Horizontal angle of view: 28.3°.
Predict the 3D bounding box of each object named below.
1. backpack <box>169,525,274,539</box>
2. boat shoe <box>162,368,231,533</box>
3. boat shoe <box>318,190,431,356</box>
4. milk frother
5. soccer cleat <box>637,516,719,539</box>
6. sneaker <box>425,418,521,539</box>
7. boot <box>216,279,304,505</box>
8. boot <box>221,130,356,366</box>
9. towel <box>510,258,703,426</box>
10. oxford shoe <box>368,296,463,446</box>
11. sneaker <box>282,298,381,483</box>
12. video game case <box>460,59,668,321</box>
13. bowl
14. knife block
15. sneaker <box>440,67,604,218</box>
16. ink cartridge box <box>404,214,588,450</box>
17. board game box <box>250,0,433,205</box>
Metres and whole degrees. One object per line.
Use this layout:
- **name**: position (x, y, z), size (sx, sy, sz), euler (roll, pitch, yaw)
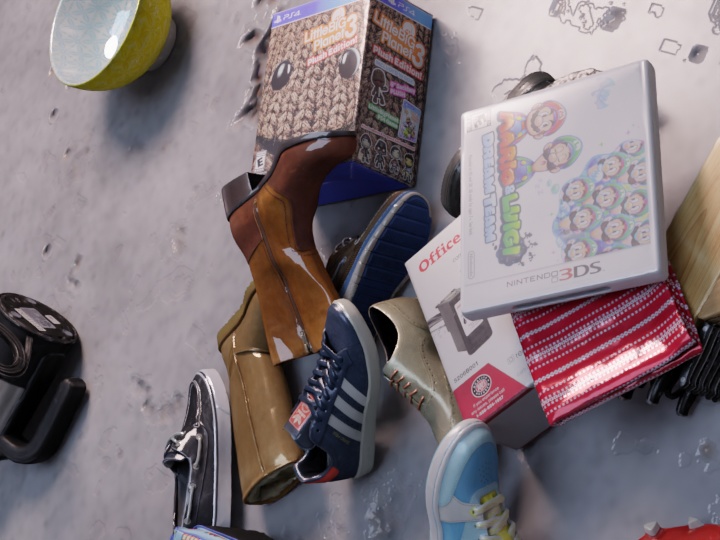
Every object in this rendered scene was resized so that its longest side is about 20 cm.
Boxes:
- **backpack**: position (-0.120, 0.364, 1.396), size (0.182, 0.134, 0.201), euler (12, 86, 48)
- **boat shoe**: position (-0.183, 0.201, 1.560), size (0.072, 0.068, 0.201), euler (138, 133, -58)
- **boat shoe**: position (0.000, 0.000, 1.461), size (0.072, 0.072, 0.200), euler (38, 103, 48)
- **milk frother**: position (-0.469, 0.141, 1.794), size (0.180, 0.200, 0.188), euler (40, 104, 42)
- **soccer cleat**: position (0.217, 0.268, 1.142), size (0.200, 0.085, 0.069), euler (-30, 18, 9)
- **sneaker**: position (0.121, 0.232, 1.214), size (0.130, 0.079, 0.201), euler (25, 124, 43)
- **boot**: position (-0.087, 0.120, 1.504), size (0.175, 0.066, 0.200), euler (-53, 40, 44)
- **boot**: position (-0.050, -0.023, 1.416), size (0.188, 0.068, 0.201), euler (-27, 74, 30)
- **towel**: position (0.188, 0.014, 1.187), size (0.144, 0.022, 0.200), euler (-31, 53, 21)
- **oxford shoe**: position (0.058, 0.111, 1.341), size (0.071, 0.074, 0.200), euler (113, 147, -44)
- **sneaker**: position (-0.033, 0.124, 1.370), size (0.075, 0.084, 0.201), euler (42, 139, 53)
- **video game case**: position (0.168, -0.068, 1.211), size (0.182, 0.024, 0.201), euler (-14, 61, 31)
- **bowl**: position (-0.307, -0.319, 1.876), size (0.200, 0.108, 0.201), euler (-20, 61, 40)
- **knife block**: position (0.269, 0.013, 1.185), size (0.175, 0.064, 0.201), euler (-25, 58, 36)
- **sneaker**: position (0.161, -0.115, 1.350), size (0.200, 0.060, 0.104), euler (-53, 40, 12)
- **ink cartridge box**: position (0.139, 0.036, 1.295), size (0.145, 0.083, 0.200), euler (-41, 49, 26)
- **board game box**: position (-0.020, -0.186, 1.537), size (0.159, 0.097, 0.201), euler (-9, 69, 43)
